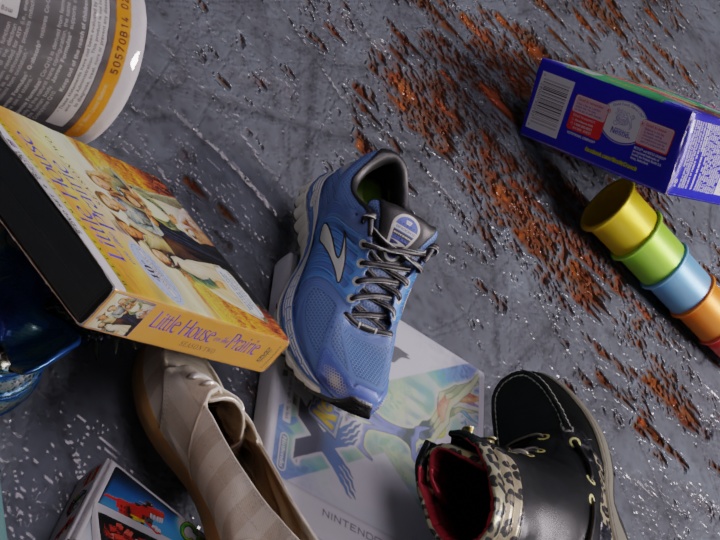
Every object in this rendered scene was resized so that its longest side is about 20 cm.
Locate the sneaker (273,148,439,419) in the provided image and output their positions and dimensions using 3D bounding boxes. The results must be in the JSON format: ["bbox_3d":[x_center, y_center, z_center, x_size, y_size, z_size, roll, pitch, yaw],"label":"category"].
[{"bbox_3d":[0.000,0.000,0.970,0.078,0.089,0.202,26,45,-30],"label":"sneaker"}]

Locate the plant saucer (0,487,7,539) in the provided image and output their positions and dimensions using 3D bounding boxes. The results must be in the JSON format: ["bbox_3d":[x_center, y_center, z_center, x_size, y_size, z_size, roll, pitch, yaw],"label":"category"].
[{"bbox_3d":[-0.212,0.047,0.734,0.069,0.019,0.202,-4,78,-24],"label":"plant saucer"}]

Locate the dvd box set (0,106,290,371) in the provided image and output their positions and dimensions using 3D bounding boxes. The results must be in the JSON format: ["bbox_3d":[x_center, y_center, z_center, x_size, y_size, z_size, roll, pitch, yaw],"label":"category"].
[{"bbox_3d":[-0.129,-0.016,0.837,0.147,0.029,0.200,49,10,23],"label":"dvd box set"}]

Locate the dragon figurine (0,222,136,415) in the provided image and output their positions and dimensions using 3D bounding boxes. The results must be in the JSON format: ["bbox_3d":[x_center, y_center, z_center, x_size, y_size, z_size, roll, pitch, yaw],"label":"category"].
[{"bbox_3d":[-0.186,0.037,0.798,0.100,0.059,0.200,49,35,-6],"label":"dragon figurine"}]

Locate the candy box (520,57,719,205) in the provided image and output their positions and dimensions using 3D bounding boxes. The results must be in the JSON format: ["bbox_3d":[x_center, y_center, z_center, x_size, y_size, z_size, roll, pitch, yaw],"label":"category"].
[{"bbox_3d":[0.267,-0.115,1.338,0.199,0.078,0.168,7,16,-47],"label":"candy box"}]

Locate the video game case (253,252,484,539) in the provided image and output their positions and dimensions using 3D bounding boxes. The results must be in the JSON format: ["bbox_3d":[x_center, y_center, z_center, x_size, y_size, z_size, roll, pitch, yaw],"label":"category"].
[{"bbox_3d":[0.010,0.108,0.989,0.181,0.022,0.201,32,41,-27],"label":"video game case"}]

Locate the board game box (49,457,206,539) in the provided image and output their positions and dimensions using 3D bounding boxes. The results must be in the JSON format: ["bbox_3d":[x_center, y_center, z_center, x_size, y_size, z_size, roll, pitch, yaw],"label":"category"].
[{"bbox_3d":[-0.085,0.206,0.795,0.200,0.035,0.127,42,37,-16],"label":"board game box"}]

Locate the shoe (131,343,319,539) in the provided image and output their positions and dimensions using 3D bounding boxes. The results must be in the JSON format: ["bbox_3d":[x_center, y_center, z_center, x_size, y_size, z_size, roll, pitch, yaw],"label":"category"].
[{"bbox_3d":[-0.070,0.105,0.843,0.070,0.053,0.201,27,26,-47],"label":"shoe"}]

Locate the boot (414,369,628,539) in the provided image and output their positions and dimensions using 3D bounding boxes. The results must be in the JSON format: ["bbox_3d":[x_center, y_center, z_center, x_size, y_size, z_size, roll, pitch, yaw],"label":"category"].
[{"bbox_3d":[0.097,0.123,0.981,0.153,0.073,0.205,34,29,-39],"label":"boot"}]

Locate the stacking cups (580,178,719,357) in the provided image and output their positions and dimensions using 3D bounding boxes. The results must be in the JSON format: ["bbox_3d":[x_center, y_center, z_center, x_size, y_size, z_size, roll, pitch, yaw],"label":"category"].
[{"bbox_3d":[0.278,0.005,1.341,0.200,0.060,0.061,42,38,-19],"label":"stacking cups"}]

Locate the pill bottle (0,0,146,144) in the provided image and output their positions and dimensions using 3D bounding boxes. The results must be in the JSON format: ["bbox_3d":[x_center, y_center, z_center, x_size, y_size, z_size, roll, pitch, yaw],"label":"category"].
[{"bbox_3d":[-0.228,-0.146,0.850,0.199,0.116,0.117,16,50,-40],"label":"pill bottle"}]
